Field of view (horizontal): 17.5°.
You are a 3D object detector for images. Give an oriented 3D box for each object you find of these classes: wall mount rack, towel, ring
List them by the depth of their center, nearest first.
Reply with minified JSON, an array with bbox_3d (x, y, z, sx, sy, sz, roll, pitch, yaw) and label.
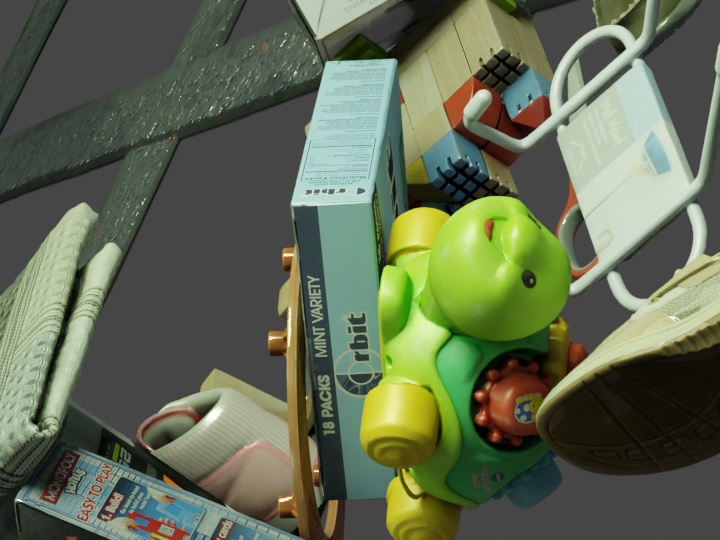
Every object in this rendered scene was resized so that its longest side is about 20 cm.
[{"bbox_3d":[0.136,-0.084,1.203,0.174,0.074,0.200,-43,40,27],"label":"wall mount rack"},{"bbox_3d":[-0.200,0.079,1.251,0.193,0.034,0.200,-46,22,31],"label":"towel"},{"bbox_3d":[-0.028,0.077,1.260,0.200,0.019,0.201,-3,-90,-84],"label":"ring"}]

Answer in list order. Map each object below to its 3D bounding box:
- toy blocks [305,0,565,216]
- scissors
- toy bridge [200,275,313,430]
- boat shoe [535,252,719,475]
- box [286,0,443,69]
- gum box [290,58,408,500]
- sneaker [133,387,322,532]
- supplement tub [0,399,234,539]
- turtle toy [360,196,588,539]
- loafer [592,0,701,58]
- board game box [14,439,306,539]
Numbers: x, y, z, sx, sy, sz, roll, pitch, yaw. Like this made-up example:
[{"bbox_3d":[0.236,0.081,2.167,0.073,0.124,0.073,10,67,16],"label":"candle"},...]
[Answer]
[{"bbox_3d":[0.047,-0.078,1.400,0.200,0.100,0.137,-41,40,23],"label":"toy blocks"},{"bbox_3d":[0.121,-0.060,1.312,0.073,0.014,0.200,-52,26,17],"label":"scissors"},{"bbox_3d":[-0.066,0.087,1.429,0.200,0.067,0.027,-51,24,32],"label":"toy bridge"},{"bbox_3d":[0.164,0.028,1.063,0.200,0.072,0.065,-37,22,35],"label":"boat shoe"},{"bbox_3d":[0.012,-0.184,1.471,0.116,0.060,0.200,-30,-2,0],"label":"box"},{"bbox_3d":[0.000,0.000,1.266,0.200,0.044,0.171,-79,-15,-64],"label":"gum box"},{"bbox_3d":[-0.111,0.139,1.396,0.200,0.105,0.075,-40,17,33],"label":"sneaker"},{"bbox_3d":[-0.133,0.163,1.292,0.123,0.200,0.123,-46,21,23],"label":"supplement tub"},{"bbox_3d":[0.059,0.041,1.147,0.101,0.200,0.146,0,53,12],"label":"turtle toy"},{"bbox_3d":[0.152,-0.197,1.351,0.075,0.070,0.200,-41,28,32],"label":"loafer"},{"bbox_3d":[-0.104,0.188,1.192,0.200,0.200,0.062,-54,3,30],"label":"board game box"}]
